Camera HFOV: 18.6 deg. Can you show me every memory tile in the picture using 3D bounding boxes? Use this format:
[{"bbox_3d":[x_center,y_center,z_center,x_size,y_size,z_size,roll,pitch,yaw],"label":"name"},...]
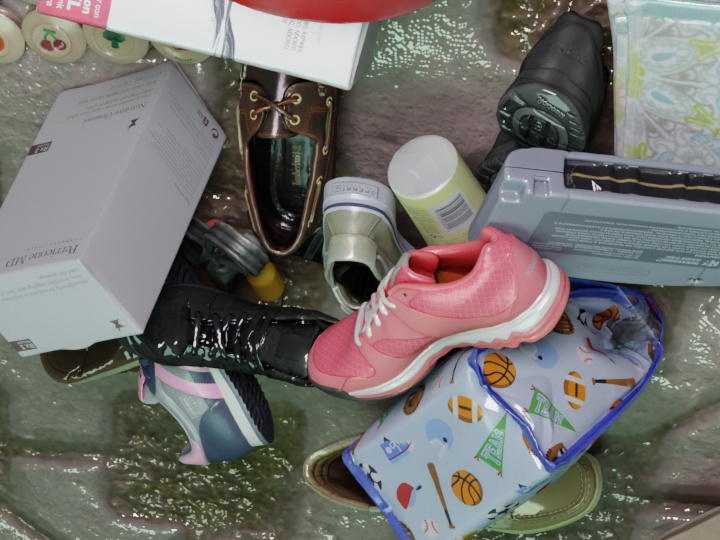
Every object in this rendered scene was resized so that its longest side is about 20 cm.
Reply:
[{"bbox_3d":[-0.204,-0.202,1.513,0.199,0.017,0.154,2,134,19],"label":"memory tile"}]

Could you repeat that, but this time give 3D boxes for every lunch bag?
[{"bbox_3d":[0.110,0.093,1.577,0.124,0.200,0.170,55,134,5],"label":"lunch bag"}]

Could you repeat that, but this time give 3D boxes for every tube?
[{"bbox_3d":[0.077,-0.021,1.535,0.058,0.052,0.200,32,167,38],"label":"tube"}]

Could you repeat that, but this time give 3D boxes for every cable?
[{"bbox_3d":[-0.093,-0.024,1.558,0.097,0.050,0.200,44,169,5],"label":"cable"}]

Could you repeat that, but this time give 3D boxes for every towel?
[{"bbox_3d":[0.256,-0.118,1.407,0.199,0.048,0.172,7,139,14],"label":"towel"}]

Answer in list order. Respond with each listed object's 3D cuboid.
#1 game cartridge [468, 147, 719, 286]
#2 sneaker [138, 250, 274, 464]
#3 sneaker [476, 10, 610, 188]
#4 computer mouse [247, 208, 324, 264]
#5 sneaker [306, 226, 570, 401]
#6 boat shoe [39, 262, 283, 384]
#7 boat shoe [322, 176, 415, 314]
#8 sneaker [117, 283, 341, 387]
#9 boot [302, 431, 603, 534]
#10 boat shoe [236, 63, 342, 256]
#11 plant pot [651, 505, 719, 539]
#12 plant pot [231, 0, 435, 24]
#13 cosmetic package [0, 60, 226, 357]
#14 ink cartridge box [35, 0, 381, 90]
[{"bbox_3d":[0.176,-0.031,1.435,0.199,0.041,0.133,6,154,-8],"label":"game cartridge"},{"bbox_3d":[-0.142,0.057,1.627,0.082,0.070,0.201,-24,102,15],"label":"sneaker"},{"bbox_3d":[0.130,-0.100,1.451,0.076,0.091,0.200,25,160,3],"label":"sneaker"},{"bbox_3d":[0.013,-0.017,1.616,0.199,0.034,0.059,20,151,-10],"label":"computer mouse"},{"bbox_3d":[0.036,0.019,1.456,0.199,0.074,0.087,-23,131,28],"label":"sneaker"},{"bbox_3d":[-0.148,0.038,1.711,0.201,0.075,0.075,-13,171,17],"label":"boat shoe"},{"bbox_3d":[0.000,0.000,1.536,0.072,0.062,0.200,7,159,13],"label":"boat shoe"},{"bbox_3d":[-0.064,0.048,1.556,0.199,0.060,0.104,9,179,-31],"label":"sneaker"},{"bbox_3d":[0.072,0.160,1.690,0.199,0.072,0.155,-2,169,26],"label":"boot"},{"bbox_3d":[-0.048,-0.105,1.494,0.070,0.070,0.201,5,122,15],"label":"boat shoe"},{"bbox_3d":[0.286,0.254,1.694,0.200,0.200,0.135,-32,82,41],"label":"plant pot"},{"bbox_3d":[-0.018,-0.267,1.244,0.199,0.201,0.183,16,135,4],"label":"plant pot"},{"bbox_3d":[-0.182,-0.042,1.532,0.112,0.200,0.081,-13,129,30],"label":"cosmetic package"},{"bbox_3d":[-0.084,-0.180,1.371,0.199,0.145,0.085,14,101,2],"label":"ink cartridge box"}]
